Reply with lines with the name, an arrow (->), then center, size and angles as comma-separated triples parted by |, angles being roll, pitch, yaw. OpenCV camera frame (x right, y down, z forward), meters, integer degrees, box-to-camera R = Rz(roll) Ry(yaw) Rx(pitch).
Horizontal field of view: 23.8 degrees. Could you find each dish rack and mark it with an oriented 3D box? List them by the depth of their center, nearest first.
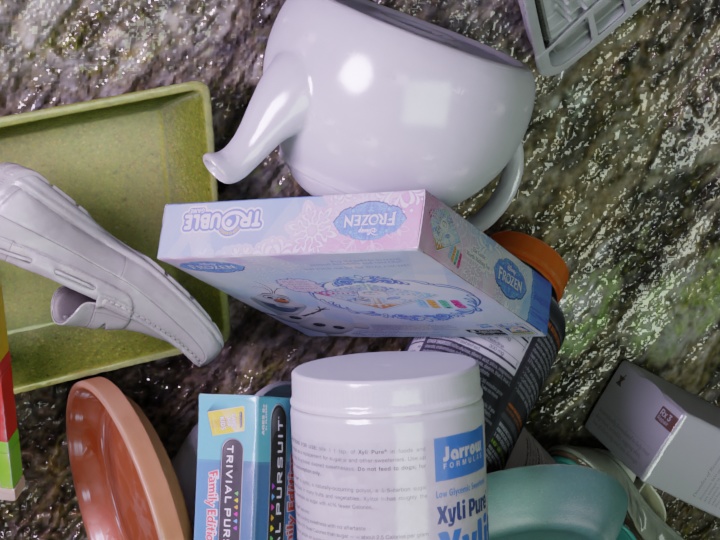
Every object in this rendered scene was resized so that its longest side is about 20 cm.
dish rack -> 0.171, -0.233, 1.193 | 0.171, 0.044, 0.200 | -39, 160, -2

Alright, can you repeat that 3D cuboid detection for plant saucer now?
plant saucer -> -0.196, -0.026, 1.167 | 0.198, 0.048, 0.202 | -13, 119, -19
plant saucer -> -0.156, 0.171, 1.191 | 0.032, 0.200, 0.202 | -15, 120, -24
plant saucer -> 0.106, 0.209, 1.259 | 0.198, 0.036, 0.201 | -10, 146, -7

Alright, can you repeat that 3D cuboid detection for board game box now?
board game box -> 0.000, 0.000, 1.155 | 0.199, 0.198, 0.044 | 30, 63, -56
board game box -> -0.049, 0.165, 1.190 | 0.200, 0.046, 0.153 | 13, 77, -67

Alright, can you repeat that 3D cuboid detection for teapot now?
teapot -> 0.017, -0.095, 1.149 | 0.198, 0.197, 0.147 | 20, 102, 3

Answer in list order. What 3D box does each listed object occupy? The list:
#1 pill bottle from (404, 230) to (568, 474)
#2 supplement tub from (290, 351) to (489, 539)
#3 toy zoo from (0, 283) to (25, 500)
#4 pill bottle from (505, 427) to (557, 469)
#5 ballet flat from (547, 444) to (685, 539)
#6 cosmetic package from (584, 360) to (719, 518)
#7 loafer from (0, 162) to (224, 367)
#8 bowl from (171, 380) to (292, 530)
pill bottle -> 0.088, 0.067, 1.275 | 0.106, 0.105, 0.201 | 51, 55, -34
supplement tub -> 0.021, 0.162, 1.131 | 0.131, 0.132, 0.203 | -5, 97, -22
toy zoo -> -0.296, 0.058, 1.136 | 0.130, 0.021, 0.202 | 5, 118, 10
pill bottle -> 0.120, 0.197, 1.383 | 0.114, 0.114, 0.200 | -43, 126, 0
ballet flat -> 0.221, 0.194, 1.471 | 0.064, 0.067, 0.200 | -56, 129, -25
cosmetic package -> 0.296, 0.159, 1.456 | 0.199, 0.102, 0.075 | 25, 101, -31
loafer -> -0.175, 0.009, 1.121 | 0.199, 0.070, 0.070 | 38, 80, -25
bowl -> -0.092, 0.183, 1.269 | 0.201, 0.089, 0.204 | 0, 90, -63
